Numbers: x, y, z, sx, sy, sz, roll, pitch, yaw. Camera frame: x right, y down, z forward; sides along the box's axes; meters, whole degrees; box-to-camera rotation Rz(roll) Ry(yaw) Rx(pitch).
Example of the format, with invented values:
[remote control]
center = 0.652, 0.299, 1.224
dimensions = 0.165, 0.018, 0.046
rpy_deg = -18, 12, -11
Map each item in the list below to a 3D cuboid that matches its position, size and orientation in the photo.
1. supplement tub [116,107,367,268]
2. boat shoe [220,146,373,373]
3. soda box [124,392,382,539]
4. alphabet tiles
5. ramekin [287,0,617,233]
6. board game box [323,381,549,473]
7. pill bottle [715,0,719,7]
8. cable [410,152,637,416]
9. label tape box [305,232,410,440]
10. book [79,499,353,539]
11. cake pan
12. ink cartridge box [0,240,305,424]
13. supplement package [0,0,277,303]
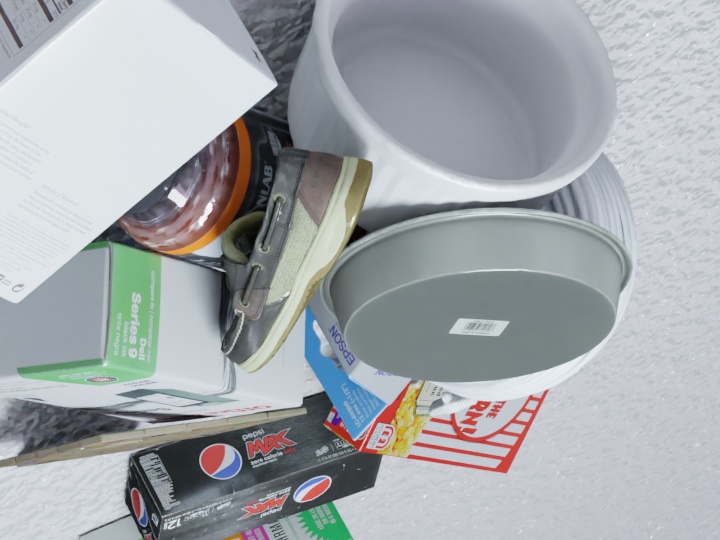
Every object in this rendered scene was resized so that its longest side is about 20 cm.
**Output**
[supplement tub]
center = -0.089, -0.055, 1.465
dimensions = 0.107, 0.107, 0.200
rpy_deg = -45, 147, 22
[boat shoe]
center = -0.053, -0.011, 1.401
dimensions = 0.066, 0.072, 0.201
rpy_deg = 26, 141, -6
[soda box]
center = -0.083, 0.159, 1.815
dimensions = 0.199, 0.063, 0.071
rpy_deg = -16, 147, -23
[alphabet tiles]
center = -0.160, 0.122, 1.648
dimensions = 0.167, 0.008, 0.200
rpy_deg = -6, 174, -36
[ramekin]
center = 0.051, -0.107, 1.434
dimensions = 0.200, 0.201, 0.098
rpy_deg = -11, 153, -30
[board game box]
center = 0.077, 0.076, 1.808
dimensions = 0.200, 0.046, 0.152
rpy_deg = 13, 106, -50
[pill bottle]
center = 0.310, -0.254, 1.526
dimensions = 0.112, 0.113, 0.200
rpy_deg = -11, 143, -30
[cable]
center = 0.097, -0.009, 1.602
dimensions = 0.199, 0.201, 0.069
rpy_deg = -14, 161, 36
[label tape box]
center = 0.000, 0.000, 1.584
dimensions = 0.066, 0.144, 0.200
rpy_deg = 6, 133, -46
[book]
center = -0.108, 0.238, 1.838
dimensions = 0.199, 0.134, 0.048
rpy_deg = -22, 148, -15
[cake pan]
center = 0.074, 0.021, 1.442
dimensions = 0.199, 0.037, 0.200
rpy_deg = -3, 154, -1
[ink cartridge box]
center = -0.150, 0.045, 1.515
dimensions = 0.145, 0.085, 0.200
rpy_deg = -9, 165, 37
[supplement package]
center = -0.185, -0.118, 1.248
dimensions = 0.200, 0.151, 0.152
rpy_deg = -38, 148, 12
